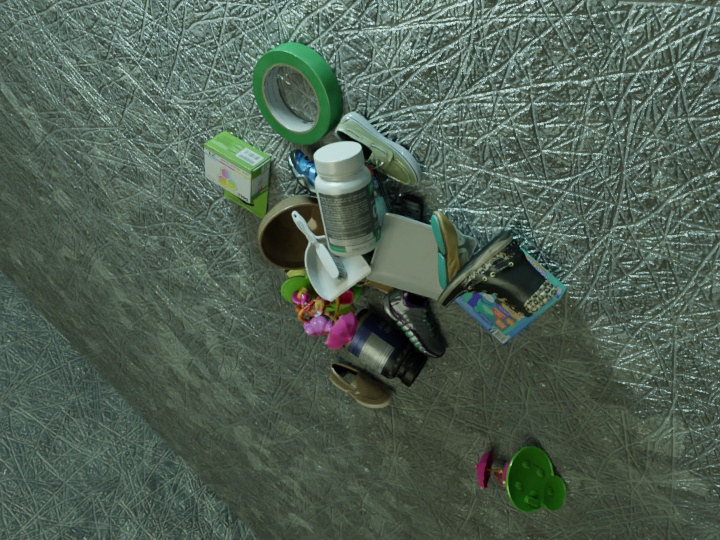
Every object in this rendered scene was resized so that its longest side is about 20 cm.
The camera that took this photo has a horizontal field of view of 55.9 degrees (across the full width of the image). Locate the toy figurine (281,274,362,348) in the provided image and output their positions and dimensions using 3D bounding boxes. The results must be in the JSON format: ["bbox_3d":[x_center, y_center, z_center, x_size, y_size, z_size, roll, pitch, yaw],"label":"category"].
[{"bbox_3d":[-0.081,0.097,1.564,0.197,0.185,0.152,-3,129,-7],"label":"toy figurine"}]

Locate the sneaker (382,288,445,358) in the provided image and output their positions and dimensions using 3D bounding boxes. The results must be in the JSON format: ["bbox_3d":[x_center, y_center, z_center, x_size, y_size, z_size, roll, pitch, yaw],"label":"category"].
[{"bbox_3d":[0.142,0.116,1.555,0.200,0.075,0.087,44,119,-14],"label":"sneaker"}]

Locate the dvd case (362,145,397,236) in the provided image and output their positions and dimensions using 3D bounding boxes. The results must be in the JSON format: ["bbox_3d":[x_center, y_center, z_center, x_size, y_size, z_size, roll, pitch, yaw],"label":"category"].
[{"bbox_3d":[-0.002,-0.158,1.452,0.145,0.022,0.202,-9,106,45],"label":"dvd case"}]

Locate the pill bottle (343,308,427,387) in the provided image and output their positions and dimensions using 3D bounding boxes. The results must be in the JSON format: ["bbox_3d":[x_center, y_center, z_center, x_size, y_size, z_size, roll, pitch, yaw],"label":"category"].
[{"bbox_3d":[0.060,0.192,1.656,0.199,0.112,0.113,34,140,13],"label":"pill bottle"}]

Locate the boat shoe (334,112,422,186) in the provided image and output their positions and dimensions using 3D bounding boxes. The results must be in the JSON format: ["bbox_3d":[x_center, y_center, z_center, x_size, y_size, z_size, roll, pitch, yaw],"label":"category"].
[{"bbox_3d":[0.033,-0.227,1.342,0.199,0.062,0.072,38,148,0],"label":"boat shoe"}]

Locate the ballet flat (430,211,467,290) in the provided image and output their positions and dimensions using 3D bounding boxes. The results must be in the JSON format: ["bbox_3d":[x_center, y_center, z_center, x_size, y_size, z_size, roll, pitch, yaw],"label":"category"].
[{"bbox_3d":[0.180,-0.045,1.346,0.069,0.062,0.202,-116,10,-45],"label":"ballet flat"}]

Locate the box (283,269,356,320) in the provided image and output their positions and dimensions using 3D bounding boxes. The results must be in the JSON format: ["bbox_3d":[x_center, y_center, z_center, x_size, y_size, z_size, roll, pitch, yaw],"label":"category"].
[{"bbox_3d":[-0.103,0.050,1.725,0.200,0.050,0.075,50,141,-5],"label":"box"}]

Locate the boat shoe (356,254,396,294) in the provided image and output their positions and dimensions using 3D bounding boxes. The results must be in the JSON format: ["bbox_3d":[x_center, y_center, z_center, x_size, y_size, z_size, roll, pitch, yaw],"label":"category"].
[{"bbox_3d":[0.000,0.000,1.550,0.199,0.067,0.074,35,139,-14],"label":"boat shoe"}]

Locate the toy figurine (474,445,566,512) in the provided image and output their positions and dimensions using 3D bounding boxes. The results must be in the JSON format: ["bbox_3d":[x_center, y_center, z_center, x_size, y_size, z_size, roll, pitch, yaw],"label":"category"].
[{"bbox_3d":[0.375,0.509,1.675,0.199,0.152,0.183,32,161,-23],"label":"toy figurine"}]

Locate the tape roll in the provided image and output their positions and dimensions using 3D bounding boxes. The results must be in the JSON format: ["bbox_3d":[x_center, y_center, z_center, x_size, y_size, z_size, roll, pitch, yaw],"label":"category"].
[{"bbox_3d":[-0.131,-0.360,1.393,0.199,0.048,0.202,24,137,25],"label":"tape roll"}]

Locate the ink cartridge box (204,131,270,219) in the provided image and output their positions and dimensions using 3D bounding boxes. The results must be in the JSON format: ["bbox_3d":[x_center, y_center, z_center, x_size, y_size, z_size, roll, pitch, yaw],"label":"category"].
[{"bbox_3d":[-0.300,-0.211,1.649,0.147,0.076,0.202,30,137,18],"label":"ink cartridge box"}]

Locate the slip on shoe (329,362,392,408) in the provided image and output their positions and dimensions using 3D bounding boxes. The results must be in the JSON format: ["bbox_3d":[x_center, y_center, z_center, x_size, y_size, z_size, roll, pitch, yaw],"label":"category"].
[{"bbox_3d":[-0.003,0.307,1.846,0.199,0.076,0.061,25,145,34],"label":"slip on shoe"}]

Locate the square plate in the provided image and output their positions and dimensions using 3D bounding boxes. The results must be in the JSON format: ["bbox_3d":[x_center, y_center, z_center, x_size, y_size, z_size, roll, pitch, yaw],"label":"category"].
[{"bbox_3d":[0.125,-0.028,1.429,0.195,0.029,0.201,16,136,-1],"label":"square plate"}]

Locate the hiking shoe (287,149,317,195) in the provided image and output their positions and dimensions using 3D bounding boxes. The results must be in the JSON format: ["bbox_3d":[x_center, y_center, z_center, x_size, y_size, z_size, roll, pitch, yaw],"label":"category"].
[{"bbox_3d":[-0.070,-0.194,1.440,0.200,0.074,0.087,47,118,6],"label":"hiking shoe"}]

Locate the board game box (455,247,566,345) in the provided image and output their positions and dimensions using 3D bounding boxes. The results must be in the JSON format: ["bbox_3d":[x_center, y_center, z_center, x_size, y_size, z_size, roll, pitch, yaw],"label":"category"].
[{"bbox_3d":[0.295,0.046,1.374,0.152,0.045,0.200,42,141,4],"label":"board game box"}]

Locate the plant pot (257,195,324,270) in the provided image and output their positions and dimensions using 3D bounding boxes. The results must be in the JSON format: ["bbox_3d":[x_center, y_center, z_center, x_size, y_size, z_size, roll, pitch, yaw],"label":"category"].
[{"bbox_3d":[-0.143,-0.103,1.558,0.202,0.198,0.093,97,159,-44],"label":"plant pot"}]

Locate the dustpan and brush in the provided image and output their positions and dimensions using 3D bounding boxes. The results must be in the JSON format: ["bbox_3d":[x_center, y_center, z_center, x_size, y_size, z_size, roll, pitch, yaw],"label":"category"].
[{"bbox_3d":[-0.084,-0.045,1.471,0.139,0.057,0.201,-35,82,25],"label":"dustpan and brush"}]

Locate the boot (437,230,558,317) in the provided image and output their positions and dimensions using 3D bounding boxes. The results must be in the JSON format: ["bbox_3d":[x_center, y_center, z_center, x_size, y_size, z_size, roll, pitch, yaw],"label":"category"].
[{"bbox_3d":[0.257,0.042,1.291,0.154,0.073,0.204,44,121,1],"label":"boot"}]

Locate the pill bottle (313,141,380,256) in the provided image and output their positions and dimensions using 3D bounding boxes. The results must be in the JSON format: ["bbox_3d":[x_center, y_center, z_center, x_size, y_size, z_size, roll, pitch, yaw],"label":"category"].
[{"bbox_3d":[-0.027,-0.139,1.328,0.112,0.113,0.202,12,128,33],"label":"pill bottle"}]

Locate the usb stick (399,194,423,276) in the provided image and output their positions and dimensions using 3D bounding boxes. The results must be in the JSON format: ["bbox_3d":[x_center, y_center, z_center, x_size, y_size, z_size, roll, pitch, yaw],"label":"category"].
[{"bbox_3d":[0.104,-0.070,1.450,0.055,0.033,0.202,30,139,28],"label":"usb stick"}]
